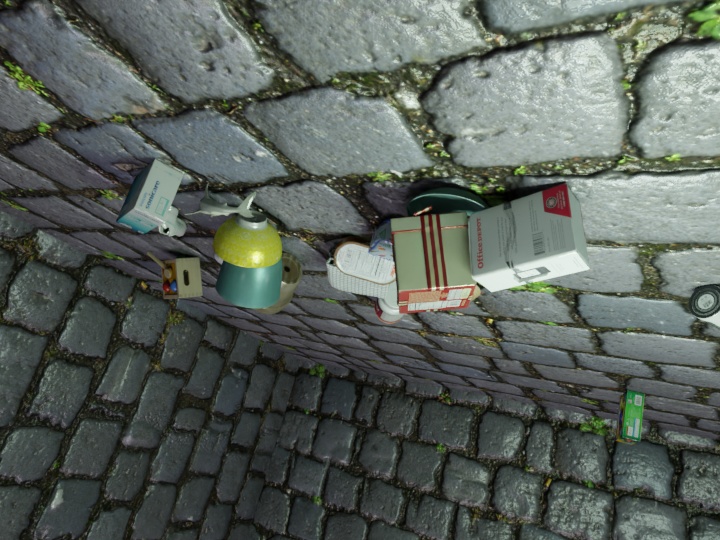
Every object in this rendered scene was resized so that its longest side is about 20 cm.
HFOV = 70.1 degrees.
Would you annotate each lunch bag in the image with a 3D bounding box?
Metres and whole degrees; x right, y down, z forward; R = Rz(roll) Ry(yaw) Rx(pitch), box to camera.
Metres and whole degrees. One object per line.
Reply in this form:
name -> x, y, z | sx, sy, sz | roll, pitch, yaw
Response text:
lunch bag -> 0.119, -0.062, 1.308 | 0.198, 0.076, 0.160 | 18, 163, -9

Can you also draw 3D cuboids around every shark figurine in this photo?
shark figurine -> -0.384, -0.188, 1.369 | 0.213, 0.090, 0.128 | 10, -164, 40

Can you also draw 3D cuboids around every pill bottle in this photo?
pill bottle -> 0.109, 0.106, 1.729 | 0.109, 0.111, 0.200 | 15, 161, 1

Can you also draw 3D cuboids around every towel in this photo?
towel -> 0.000, 0.000, 1.562 | 0.198, 0.086, 0.166 | 10, 153, 4

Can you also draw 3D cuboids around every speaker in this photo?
speaker -> 0.849, 0.105, 1.170 | 0.199, 0.082, 0.081 | 23, 160, -21

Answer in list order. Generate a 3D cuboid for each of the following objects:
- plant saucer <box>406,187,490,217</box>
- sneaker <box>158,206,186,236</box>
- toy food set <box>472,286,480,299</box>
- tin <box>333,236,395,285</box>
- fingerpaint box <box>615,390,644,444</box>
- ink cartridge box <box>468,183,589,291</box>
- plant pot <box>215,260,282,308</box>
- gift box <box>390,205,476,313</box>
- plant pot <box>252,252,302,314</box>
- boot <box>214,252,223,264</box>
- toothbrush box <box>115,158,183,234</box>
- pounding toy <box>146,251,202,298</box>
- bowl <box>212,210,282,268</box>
plant saucer -> 0.200, -0.128, 1.112 | 0.198, 0.036, 0.200 | 14, 161, 5
sneaker -> -0.622, -0.146, 1.668 | 0.070, 0.081, 0.200 | 14, 163, -1
toy food set -> 0.263, 0.043, 1.521 | 0.196, 0.049, 0.200 | 12, 160, 11
tin -> 0.021, -0.025, 1.443 | 0.198, 0.042, 0.113 | 16, 121, -1
fingerpaint box -> 1.168, 0.640, 2.227 | 0.073, 0.202, 0.167 | 10, 161, 20
ink cartridge box -> 0.316, -0.057, 0.982 | 0.199, 0.147, 0.083 | -17, 148, 35
plant pot -> -0.326, -0.007, 1.555 | 0.199, 0.162, 0.201 | 15, -156, -7
gift box -> 0.164, -0.022, 1.112 | 0.198, 0.189, 0.185 | -4, 159, -2
plant pot -> -0.289, 0.027, 1.757 | 0.199, 0.202, 0.173 | 26, 142, -27
boot -> -0.442, -0.016, 1.888 | 0.095, 0.074, 0.200 | 10, 161, 37
toothbrush box -> -0.571, -0.194, 1.383 | 0.085, 0.148, 0.199 | 27, 157, -31
pounding toy -> -0.757, 0.012, 2.089 | 0.141, 0.202, 0.183 | -6, 180, -44
bowl -> -0.312, -0.105, 1.447 | 0.198, 0.201, 0.108 | 16, 120, 0
